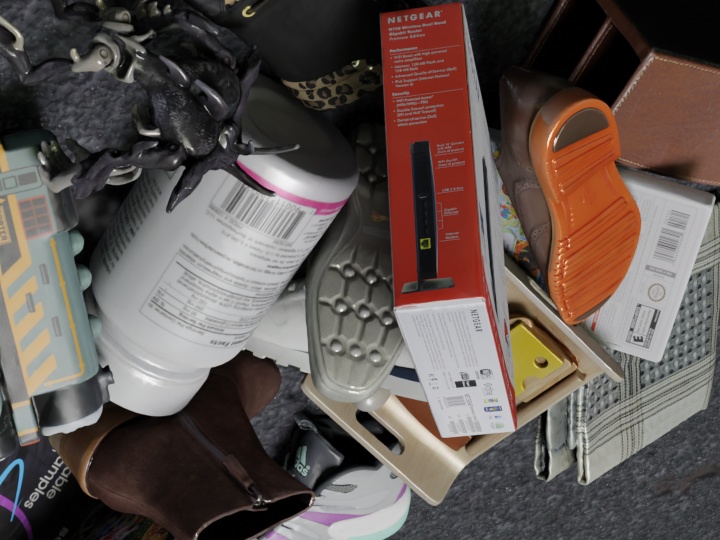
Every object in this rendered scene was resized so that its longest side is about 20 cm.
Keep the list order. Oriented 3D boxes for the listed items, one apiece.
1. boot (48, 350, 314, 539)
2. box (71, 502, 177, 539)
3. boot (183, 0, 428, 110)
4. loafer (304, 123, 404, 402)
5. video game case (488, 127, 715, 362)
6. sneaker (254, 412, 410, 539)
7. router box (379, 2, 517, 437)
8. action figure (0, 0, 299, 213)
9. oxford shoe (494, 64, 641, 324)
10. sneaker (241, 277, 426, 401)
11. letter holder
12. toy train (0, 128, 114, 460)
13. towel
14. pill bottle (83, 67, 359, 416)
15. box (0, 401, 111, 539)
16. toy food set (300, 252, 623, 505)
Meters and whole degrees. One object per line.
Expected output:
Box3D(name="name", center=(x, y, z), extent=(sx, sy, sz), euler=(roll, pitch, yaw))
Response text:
Box3D(name="boot", center=(-0.087, 0.120, 1.028), extent=(0.199, 0.165, 0.073), euler=(-17, 123, -44))
Box3D(name="box", center=(-0.150, 0.187, 1.069), extent=(0.136, 0.200, 0.038), euler=(-33, 100, 13))
Box3D(name="boot", center=(-0.001, -0.184, 0.883), extent=(0.199, 0.074, 0.151), euler=(-35, 137, 11))
Box3D(name="loafer", center=(0.000, 0.000, 0.977), extent=(0.069, 0.202, 0.070), euler=(18, 143, -8))
Box3D(name="video game case", center=(0.125, -0.022, 1.059), extent=(0.198, 0.018, 0.144), euler=(17, 133, 9))
Box3D(name="sneaker", center=(-0.054, 0.166, 1.197), extent=(0.198, 0.078, 0.141), euler=(-23, 137, -22))
Box3D(name="router box", center=(0.052, -0.022, 0.904), extent=(0.048, 0.182, 0.200), euler=(-6, 155, 8))
Box3D(name="action figure", center=(-0.131, -0.104, 0.845), extent=(0.199, 0.102, 0.120), euler=(38, 63, -21))
Box3D(name="oxford shoe", center=(0.128, -0.048, 0.991), extent=(0.071, 0.073, 0.201), euler=(-31, 138, -17))
Box3D(name="sneaker", center=(-0.006, 0.028, 1.045), extent=(0.198, 0.076, 0.081), euler=(10, 106, 14))
Box3D(name="letter holder", center=(0.208, -0.104, 1.059), extent=(0.198, 0.101, 0.143), euler=(7, 129, -34))
Box3D(name="toy train", center=(-0.212, 0.012, 0.908), extent=(0.113, 0.085, 0.202), euler=(-14, 105, -12))
Box3D(name="towel", center=(0.211, 0.054, 1.189), extent=(0.199, 0.034, 0.195), euler=(-21, 123, -35))
Box3D(name="pill bottle", center=(-0.097, -0.014, 0.964), extent=(0.113, 0.114, 0.201), euler=(16, 122, -38))
Box3D(name="box", center=(-0.237, 0.105, 1.023), extent=(0.144, 0.036, 0.200), euler=(-55, 139, -6))
Box3D(name="toy food set", center=(0.069, 0.074, 1.102), extent=(0.143, 0.061, 0.200), euler=(42, 128, -12))
